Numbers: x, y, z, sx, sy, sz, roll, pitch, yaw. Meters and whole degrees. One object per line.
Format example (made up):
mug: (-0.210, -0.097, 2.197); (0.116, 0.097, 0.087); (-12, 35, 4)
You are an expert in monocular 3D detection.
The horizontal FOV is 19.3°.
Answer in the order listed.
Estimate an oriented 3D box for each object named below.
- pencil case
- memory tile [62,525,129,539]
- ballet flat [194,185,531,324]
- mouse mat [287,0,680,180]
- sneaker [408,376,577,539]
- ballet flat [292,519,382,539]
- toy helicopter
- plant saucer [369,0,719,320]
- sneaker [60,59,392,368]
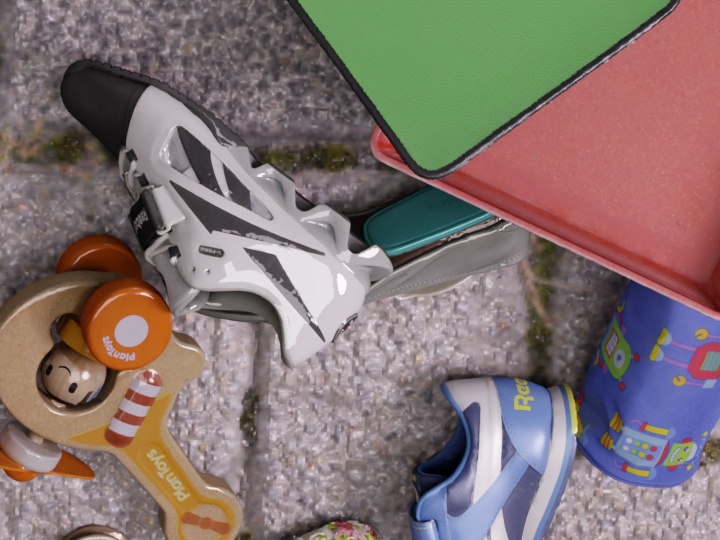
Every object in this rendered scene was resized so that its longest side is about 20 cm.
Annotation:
pencil case: (0.175, 0.022, 1.144); (0.077, 0.087, 0.201); (-3, 130, -25)
memory tile: (-0.185, 0.250, 1.211); (0.152, 0.017, 0.202); (-11, 108, -6)
ballet flat: (0.000, 0.000, 1.146); (0.198, 0.068, 0.064); (-17, 139, -2)
mouse mat: (0.037, -0.163, 1.009); (0.160, 0.008, 0.201); (-35, 81, -5)
sneaker: (0.058, 0.151, 1.196); (0.082, 0.074, 0.202); (15, 96, -12)
ballet flat: (-0.066, 0.212, 1.185); (0.199, 0.064, 0.076); (-30, 111, -7)
toy helicopter: (-0.133, 0.089, 1.145); (0.132, 0.079, 0.201); (-36, 122, -4)
plant saucer: (0.132, -0.102, 1.054); (0.199, 0.037, 0.201); (25, 81, 4)
sneaker: (-0.087, -0.028, 1.079); (0.199, 0.074, 0.089); (36, 77, 9)
